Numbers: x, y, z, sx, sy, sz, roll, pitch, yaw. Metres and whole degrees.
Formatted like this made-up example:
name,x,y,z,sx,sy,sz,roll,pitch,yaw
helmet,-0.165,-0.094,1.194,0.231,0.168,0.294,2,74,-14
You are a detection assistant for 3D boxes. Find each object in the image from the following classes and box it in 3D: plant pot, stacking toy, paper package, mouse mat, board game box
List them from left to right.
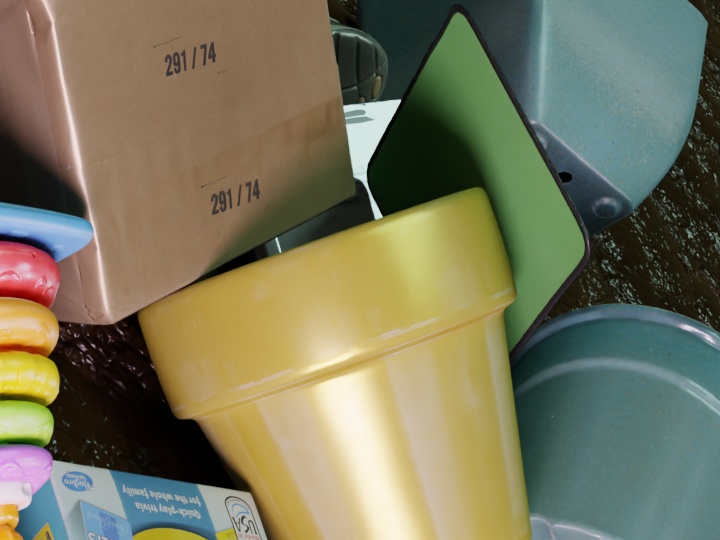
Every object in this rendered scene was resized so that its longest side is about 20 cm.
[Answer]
name,x,y,z,sx,sy,sz,roll,pitch,yaw
stacking toy,-0.177,0.074,1.051,0.109,0.116,0.202,6,66,-49
paper package,-0.112,-0.092,1.184,0.199,0.103,0.192,-31,121,-44
board game box,-0.083,0.195,1.094,0.150,0.047,0.201,16,45,-51
plant pot,0.003,0.075,1.236,0.200,0.199,0.190,-21,91,-63
mouse mat,0.061,-0.035,1.283,0.007,0.200,0.162,-18,70,-25
plant pot,0.122,-0.119,1.659,0.196,0.195,0.201,36,39,-30
plant pot,0.147,0.155,1.376,0.200,0.200,0.196,48,34,-10

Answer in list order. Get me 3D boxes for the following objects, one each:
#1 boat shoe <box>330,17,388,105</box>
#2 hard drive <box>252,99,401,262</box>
name,x,y,z,sx,sy,sz,roll,pitch,yaw
boat shoe,-0.082,-0.143,1.459,0.198,0.075,0.073,16,14,-22
hard drive,0.000,0.000,1.384,0.131,0.025,0.202,-8,77,-33
